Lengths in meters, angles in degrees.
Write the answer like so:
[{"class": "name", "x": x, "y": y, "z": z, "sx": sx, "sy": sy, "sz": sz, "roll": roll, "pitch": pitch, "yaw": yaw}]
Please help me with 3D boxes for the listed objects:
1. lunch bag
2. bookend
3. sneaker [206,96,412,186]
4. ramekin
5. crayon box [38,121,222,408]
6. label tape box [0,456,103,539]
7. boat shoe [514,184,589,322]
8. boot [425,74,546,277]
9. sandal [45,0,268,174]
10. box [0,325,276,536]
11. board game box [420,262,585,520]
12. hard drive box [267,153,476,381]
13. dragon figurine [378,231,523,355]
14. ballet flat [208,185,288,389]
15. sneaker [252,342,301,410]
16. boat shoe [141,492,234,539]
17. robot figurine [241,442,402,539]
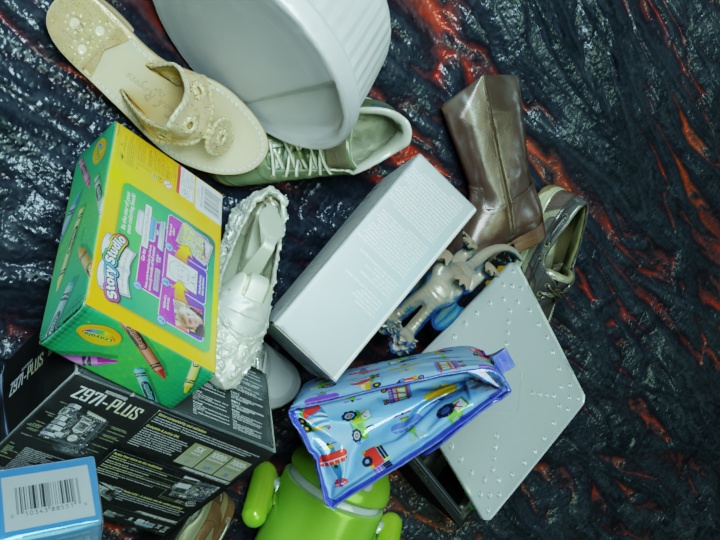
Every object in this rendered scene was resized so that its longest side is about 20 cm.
[{"class": "lunch bag", "x": 0.045, "y": 0.115, "z": 0.787, "sx": 0.197, "sy": 0.151, "sz": 0.096, "roll": -25, "pitch": 91, "yaw": 1}, {"class": "bookend", "x": 0.109, "y": 0.146, "z": 0.991, "sx": 0.200, "sy": 0.092, "sz": 0.200, "roll": -46, "pitch": 125, "yaw": -14}, {"class": "sneaker", "x": -0.040, "y": -0.119, "z": 0.798, "sx": 0.197, "sy": 0.089, "sz": 0.068, "roll": -19, "pitch": 117, "yaw": -28}, {"class": "ramekin", "x": -0.064, "y": -0.202, "z": 0.695, "sx": 0.095, "sy": 0.201, "sz": 0.203, "roll": -52, "pitch": 127, "yaw": -21}, {"class": "crayon box", "x": -0.172, "y": -0.009, "z": 0.681, "sx": 0.058, "sy": 0.202, "sz": 0.118, "roll": -34, "pitch": 131, "yaw": 27}, {"class": "label tape box", "x": -0.289, "y": 0.241, "z": 0.700, "sx": 0.142, "sy": 0.064, "sz": 0.202, "roll": -4, "pitch": 137, "yaw": -25}, {"class": "boat shoe", "x": 0.223, "y": 0.002, "z": 1.037, "sx": 0.072, "sy": 0.064, "sz": 0.204, "roll": -2, "pitch": 108, "yaw": -35}, {"class": "boot", "x": 0.110, "y": -0.099, "z": 0.931, "sx": 0.184, "sy": 0.064, "sz": 0.203, "roll": -26, "pitch": 115, "yaw": -21}, {"class": "sandal", "x": -0.162, "y": -0.135, "z": 0.694, "sx": 0.211, "sy": 0.070, "sz": 0.078, "roll": 39, "pitch": 105, "yaw": -25}, {"class": "box", "x": -0.199, "y": 0.128, "z": 0.732, "sx": 0.163, "sy": 0.087, "sz": 0.199, "roll": -39, "pitch": 131, "yaw": 25}, {"class": "board game box", "x": 0.147, "y": 0.130, "z": 0.947, "sx": 0.200, "sy": 0.026, "sz": 0.202, "roll": -41, "pitch": 112, "yaw": -27}, {"class": "hard drive box", "x": 0.000, "y": 0.000, "z": 0.818, "sx": 0.077, "sy": 0.156, "sz": 0.201, "roll": 42, "pitch": 80, "yaw": -6}, {"class": "dragon figurine", "x": 0.086, "y": 0.019, "z": 0.876, "sx": 0.199, "sy": 0.059, "sz": 0.100, "roll": -29, "pitch": 164, "yaw": -51}, {"class": "ballet flat", "x": -0.100, "y": 0.003, "z": 0.751, "sx": 0.072, "sy": 0.071, "sz": 0.203, "roll": 43, "pitch": 39, "yaw": -37}, {"class": "sneaker", "x": -0.119, "y": 0.077, "z": 0.801, "sx": 0.199, "sy": 0.086, "sz": 0.076, "roll": 29, "pitch": 50, "yaw": -39}, {"class": "boat shoe", "x": -0.190, "y": 0.300, "z": 0.851, "sx": 0.074, "sy": 0.075, "sz": 0.202, "roll": 37, "pitch": 84, "yaw": -40}, {"class": "robot figurine", "x": -0.042, "y": 0.264, "z": 0.913, "sx": 0.173, "sy": 0.116, "sz": 0.203, "roll": 24, "pitch": 93, "yaw": -7}]
